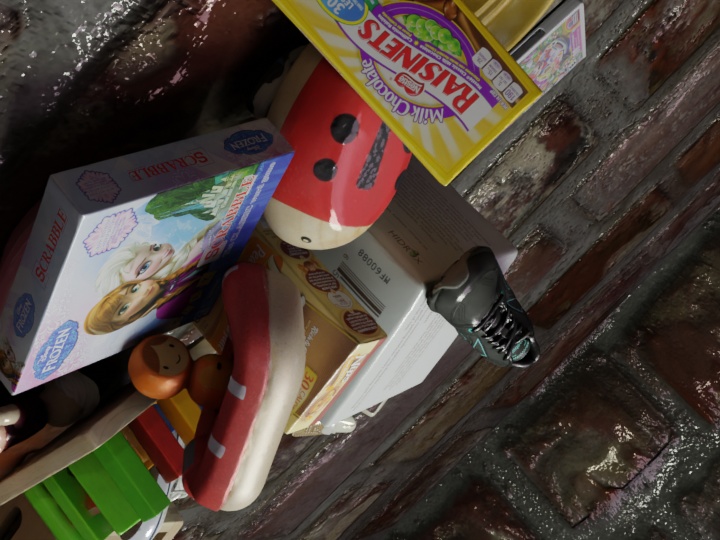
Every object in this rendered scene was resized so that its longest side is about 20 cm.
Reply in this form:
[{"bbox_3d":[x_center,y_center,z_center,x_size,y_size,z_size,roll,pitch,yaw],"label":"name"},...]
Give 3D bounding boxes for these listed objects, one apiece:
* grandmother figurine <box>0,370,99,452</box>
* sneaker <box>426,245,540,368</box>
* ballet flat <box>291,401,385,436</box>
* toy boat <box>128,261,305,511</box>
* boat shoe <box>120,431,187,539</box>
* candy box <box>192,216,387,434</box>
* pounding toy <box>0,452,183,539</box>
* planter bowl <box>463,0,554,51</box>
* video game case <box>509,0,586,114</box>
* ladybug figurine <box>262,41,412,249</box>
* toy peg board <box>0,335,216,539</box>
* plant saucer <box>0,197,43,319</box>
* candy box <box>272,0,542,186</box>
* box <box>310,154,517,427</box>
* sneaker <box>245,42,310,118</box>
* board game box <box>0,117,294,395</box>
[{"bbox_3d":[-0.321,0.145,1.043,0.199,0.061,0.121,-27,-176,-35],"label":"grandmother figurine"},{"bbox_3d":[0.119,0.037,1.055,0.075,0.079,0.200,-47,157,2],"label":"sneaker"},{"bbox_3d":[-0.013,0.202,1.785,0.200,0.065,0.071,-36,161,-19],"label":"ballet flat"},{"bbox_3d":[-0.122,0.086,0.954,0.131,0.130,0.201,-108,-143,-69],"label":"toy boat"},{"bbox_3d":[-0.191,0.205,1.227,0.086,0.203,0.075,34,125,-26],"label":"boat shoe"},{"bbox_3d":[-0.083,0.031,1.050,0.116,0.200,0.055,-52,159,24],"label":"candy box"},{"bbox_3d":[-0.294,0.255,1.266,0.184,0.142,0.200,10,124,-50],"label":"pounding toy"},{"bbox_3d":[0.094,-0.252,0.967,0.200,0.083,0.201,-39,162,-16],"label":"planter bowl"},{"bbox_3d":[0.175,-0.209,1.336,0.200,0.018,0.143,-42,162,-1],"label":"video game case"},{"bbox_3d":[-0.009,-0.103,0.936,0.135,0.072,0.201,0,116,-39],"label":"ladybug figurine"},{"bbox_3d":[-0.211,0.166,1.096,0.200,0.098,0.199,-31,-174,40],"label":"toy peg board"},{"bbox_3d":[-0.205,-0.018,0.933,0.200,0.051,0.201,-37,161,-15],"label":"plant saucer"},{"bbox_3d":[0.031,-0.168,0.866,0.102,0.200,0.026,-43,-171,6],"label":"candy box"},{"bbox_3d":[0.000,0.000,1.154,0.171,0.200,0.199,-17,147,-50],"label":"box"},{"bbox_3d":[-0.019,-0.138,1.004,0.076,0.077,0.200,-49,158,25],"label":"sneaker"},{"bbox_3d":[-0.164,-0.012,0.883,0.199,0.041,0.200,-23,154,-44],"label":"board game box"}]
